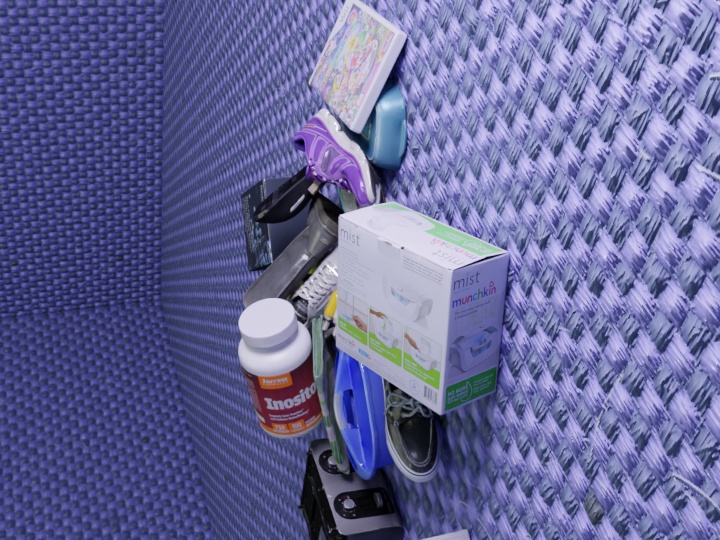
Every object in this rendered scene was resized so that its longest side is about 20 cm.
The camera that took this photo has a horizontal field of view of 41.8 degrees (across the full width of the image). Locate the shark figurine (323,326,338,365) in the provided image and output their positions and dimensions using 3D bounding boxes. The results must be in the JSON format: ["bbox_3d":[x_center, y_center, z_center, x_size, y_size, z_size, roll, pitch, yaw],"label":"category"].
[{"bbox_3d":[-0.038,0.137,1.549,0.127,0.089,0.217,25,135,29],"label":"shark figurine"}]

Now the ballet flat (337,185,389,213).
[{"bbox_3d":[0.019,-0.067,1.347,0.072,0.071,0.203,140,122,-67],"label":"ballet flat"}]

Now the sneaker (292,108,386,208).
[{"bbox_3d":[-0.031,-0.140,1.321,0.201,0.083,0.081,53,177,40],"label":"sneaker"}]

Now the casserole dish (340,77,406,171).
[{"bbox_3d":[0.013,-0.219,1.333,0.201,0.038,0.123,-122,32,-54],"label":"casserole dish"}]

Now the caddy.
[{"bbox_3d":[0.011,0.196,1.363,0.141,0.103,0.203,145,117,-68],"label":"caddy"}]

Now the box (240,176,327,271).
[{"bbox_3d":[-0.144,-0.083,1.732,0.200,0.105,0.151,166,98,-70],"label":"box"}]

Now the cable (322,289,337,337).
[{"bbox_3d":[0.000,0.000,1.380,0.096,0.050,0.203,9,90,36],"label":"cable"}]

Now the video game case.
[{"bbox_3d":[-0.009,-0.292,1.319,0.145,0.018,0.200,-63,30,18],"label":"video game case"}]

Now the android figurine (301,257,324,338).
[{"bbox_3d":[-0.083,0.082,1.629,0.183,0.040,0.202,-77,-8,-57],"label":"android figurine"}]

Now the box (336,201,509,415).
[{"bbox_3d":[0.063,0.037,1.093,0.199,0.096,0.179,27,123,46],"label":"box"}]

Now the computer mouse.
[{"bbox_3d":[-0.080,-0.122,1.451,0.046,0.199,0.141,47,-172,-19],"label":"computer mouse"}]

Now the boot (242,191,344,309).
[{"bbox_3d":[-0.104,-0.020,1.494,0.201,0.072,0.182,-54,10,13],"label":"boot"}]

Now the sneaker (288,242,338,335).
[{"bbox_3d":[-0.055,0.029,1.457,0.076,0.080,0.201,45,117,26],"label":"sneaker"}]

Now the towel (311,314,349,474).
[{"bbox_3d":[-0.045,0.189,1.432,0.153,0.023,0.202,-95,-5,-57],"label":"towel"}]

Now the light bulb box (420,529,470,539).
[{"bbox_3d":[0.053,0.451,1.183,0.125,0.195,0.203,124,135,-65],"label":"light bulb box"}]

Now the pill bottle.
[{"bbox_3d":[-0.120,0.147,1.419,0.113,0.112,0.202,-122,16,-52],"label":"pill bottle"}]

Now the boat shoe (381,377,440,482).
[{"bbox_3d":[0.066,0.175,1.250,0.068,0.072,0.202,90,175,-65],"label":"boat shoe"}]

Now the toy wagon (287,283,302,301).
[{"bbox_3d":[-0.116,0.109,1.701,0.202,0.039,0.156,75,-157,-44],"label":"toy wagon"}]

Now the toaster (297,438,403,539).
[{"bbox_3d":[-0.021,0.392,1.504,0.182,0.117,0.202,-115,26,-44],"label":"toaster"}]
